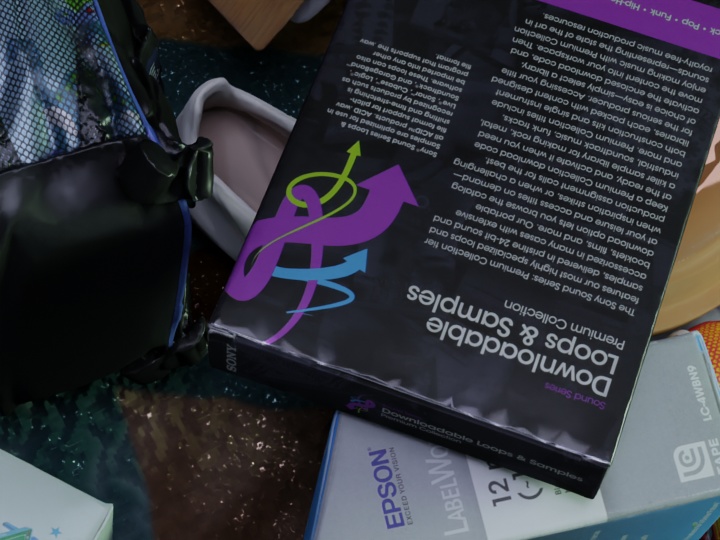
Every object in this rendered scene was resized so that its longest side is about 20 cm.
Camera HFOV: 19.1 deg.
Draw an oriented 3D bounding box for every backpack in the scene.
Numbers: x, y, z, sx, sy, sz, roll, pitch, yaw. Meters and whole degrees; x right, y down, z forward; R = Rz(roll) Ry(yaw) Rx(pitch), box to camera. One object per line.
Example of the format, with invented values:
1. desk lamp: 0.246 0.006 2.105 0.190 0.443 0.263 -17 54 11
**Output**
1. backpack: -0.149 -0.064 0.815 0.146 0.183 0.201 -14 66 -12

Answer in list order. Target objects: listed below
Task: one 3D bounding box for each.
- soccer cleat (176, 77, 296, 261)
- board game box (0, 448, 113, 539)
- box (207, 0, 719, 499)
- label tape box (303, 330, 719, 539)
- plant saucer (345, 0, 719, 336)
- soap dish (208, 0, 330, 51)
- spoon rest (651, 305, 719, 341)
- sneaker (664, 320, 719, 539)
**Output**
1. soccer cleat: 0.000 0.000 0.860 0.200 0.078 0.069 38 70 9
2. board game box: -0.189 0.088 0.770 0.199 0.148 0.065 27 66 5
3. box: 0.045 -0.033 0.756 0.142 0.036 0.201 19 60 7
4. label tape box: 0.025 0.091 0.790 0.198 0.143 0.067 -9 70 -9
5. plant saucer: 0.089 -0.073 0.839 0.198 0.032 0.202 2 80 -9
6. soap dish: -0.044 -0.217 0.882 0.081 0.157 0.201 14 38 -46
7. spoon rest: 0.114 -0.009 0.894 0.198 0.061 0.100 19 68 -12
8. sneaker: 0.167 0.116 0.826 0.076 0.073 0.202 -7 82 -19
